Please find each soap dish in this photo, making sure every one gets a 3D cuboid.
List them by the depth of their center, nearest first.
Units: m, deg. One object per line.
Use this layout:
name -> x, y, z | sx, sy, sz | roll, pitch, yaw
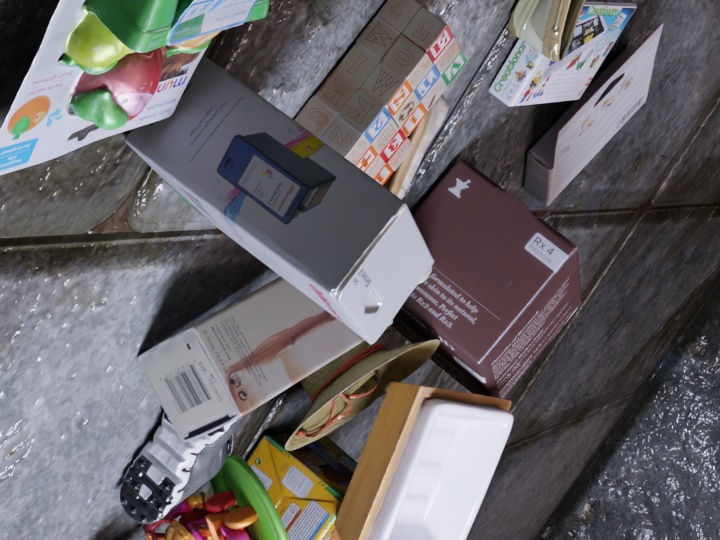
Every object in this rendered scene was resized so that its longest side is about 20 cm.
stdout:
soap dish -> 0.065, 0.213, 1.731 | 0.157, 0.081, 0.202 | 12, 103, -48

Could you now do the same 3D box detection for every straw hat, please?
straw hat -> -0.021, 0.096, 1.697 | 0.200, 0.085, 0.201 | -33, 167, -8

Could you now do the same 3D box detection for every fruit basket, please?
fruit basket -> -0.132, -0.143, 1.005 | 0.185, 0.094, 0.201 | -27, 152, -51

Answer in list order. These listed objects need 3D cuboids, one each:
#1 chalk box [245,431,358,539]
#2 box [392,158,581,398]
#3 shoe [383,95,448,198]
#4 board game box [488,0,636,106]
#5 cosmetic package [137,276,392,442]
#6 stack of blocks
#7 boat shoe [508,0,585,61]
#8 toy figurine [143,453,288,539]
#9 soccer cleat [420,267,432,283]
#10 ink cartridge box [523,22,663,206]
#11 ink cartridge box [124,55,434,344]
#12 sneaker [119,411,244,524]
chalk box -> -0.057, 0.265, 1.851 | 0.125, 0.124, 0.200 | -56, 160, 10
box -> 0.128, 0.018, 1.779 | 0.164, 0.166, 0.200 | -48, 160, -8
shoe -> 0.019, -0.081, 1.494 | 0.053, 0.070, 0.201 | 9, 115, -59
board game box -> 0.217, -0.238, 1.734 | 0.127, 0.035, 0.199 | -59, 160, 21
cosmetic package -> -0.080, 0.060, 1.423 | 0.199, 0.088, 0.103 | -30, -179, -40
stack of blocks -> 0.004, -0.127, 1.397 | 0.201, 0.058, 0.115 | -52, 161, -1
boat shoe -> 0.216, -0.300, 1.574 | 0.202, 0.063, 0.073 | -60, 160, 20
toy figurine -> -0.185, 0.279, 1.608 | 0.183, 0.200, 0.152 | -23, 110, -20
soccer cleat -> 0.000, 0.000, 1.614 | 0.078, 0.069, 0.199 | -54, 155, 22
ink cartridge box -> 0.273, -0.192, 1.934 | 0.200, 0.043, 0.174 | -46, 159, -18
ink cartridge box -> -0.054, -0.049, 1.184 | 0.088, 0.199, 0.145 | -50, 161, -5
sneaker -> -0.148, 0.146, 1.529 | 0.201, 0.066, 0.090 | -55, 165, 19
